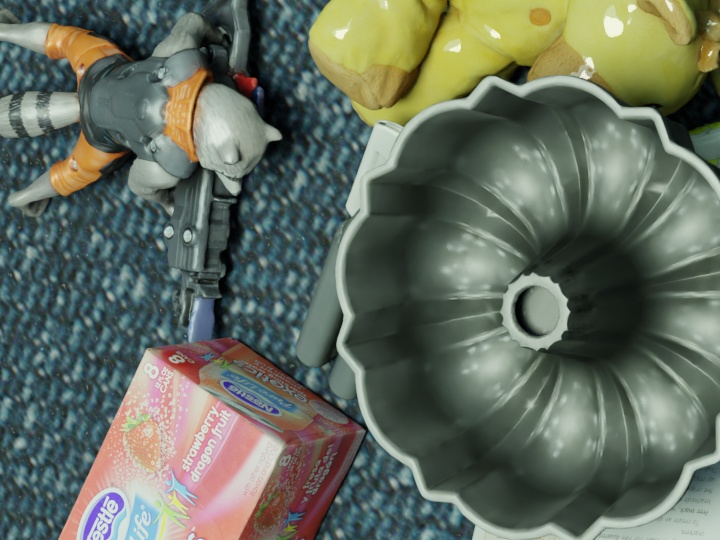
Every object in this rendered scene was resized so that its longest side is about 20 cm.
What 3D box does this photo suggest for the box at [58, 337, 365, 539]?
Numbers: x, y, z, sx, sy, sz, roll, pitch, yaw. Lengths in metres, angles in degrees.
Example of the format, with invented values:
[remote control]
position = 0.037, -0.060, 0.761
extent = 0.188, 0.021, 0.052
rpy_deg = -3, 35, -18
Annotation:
[box]
position = -0.096, 0.148, 1.167
extent = 0.102, 0.094, 0.201
rpy_deg = 34, 107, 23

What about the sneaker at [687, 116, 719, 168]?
[sneaker]
position = 0.162, -0.030, 1.039
extent = 0.199, 0.077, 0.080
rpy_deg = -13, 95, 27

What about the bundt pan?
[bundt pan]
position = 0.092, 0.014, 0.941
extent = 0.200, 0.076, 0.204
rpy_deg = 3, 97, 30

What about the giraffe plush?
[giraffe plush]
position = 0.098, -0.121, 1.011
extent = 0.162, 0.172, 0.201
rpy_deg = 39, 124, 21

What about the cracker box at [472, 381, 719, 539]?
[cracker box]
position = 0.129, 0.092, 1.000
extent = 0.133, 0.058, 0.201
rpy_deg = 0, 66, 39

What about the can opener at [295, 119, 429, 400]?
[can opener]
position = 0.000, 0.000, 1.079
extent = 0.053, 0.066, 0.200
rpy_deg = 45, 149, 17

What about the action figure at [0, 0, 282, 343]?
[action figure]
position = -0.127, -0.060, 1.174
extent = 0.192, 0.104, 0.202
rpy_deg = 1, 90, 37
